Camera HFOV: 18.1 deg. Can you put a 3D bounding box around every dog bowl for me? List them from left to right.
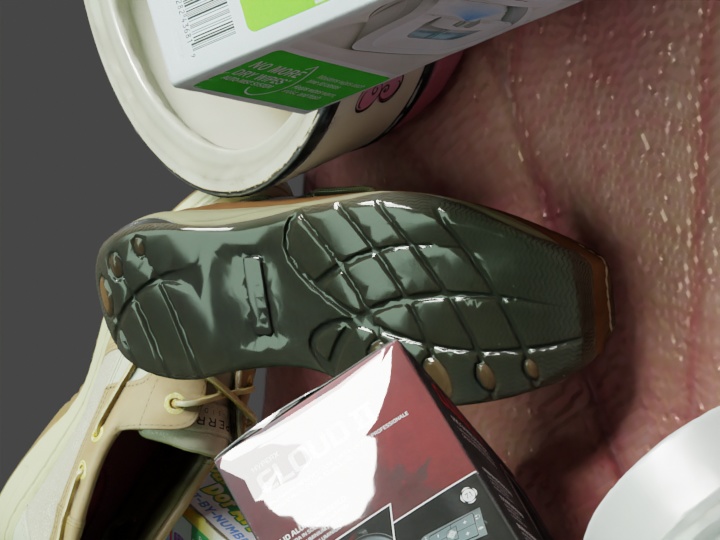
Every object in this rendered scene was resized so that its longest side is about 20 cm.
[{"bbox_3d":[-0.031,-0.131,0.836,0.200,0.073,0.201,21,116,53],"label":"dog bowl"}]

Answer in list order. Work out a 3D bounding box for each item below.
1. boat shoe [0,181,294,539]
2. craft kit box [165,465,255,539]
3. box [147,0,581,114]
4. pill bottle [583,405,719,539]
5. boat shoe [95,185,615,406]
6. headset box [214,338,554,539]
[{"bbox_3d":[-0.075,0.054,0.918,0.066,0.074,0.201,44,110,43],"label":"boat shoe"},{"bbox_3d":[-0.058,0.190,0.986,0.197,0.048,0.201,38,130,49],"label":"craft kit box"},{"bbox_3d":[0.009,-0.173,0.673,0.176,0.097,0.201,-21,80,22],"label":"box"},{"bbox_3d":[0.146,0.132,0.608,0.200,0.112,0.113,56,140,32],"label":"pill bottle"},{"bbox_3d":[0.000,0.000,0.813,0.199,0.074,0.076,5,108,30],"label":"boat shoe"},{"bbox_3d":[0.039,0.124,0.731,0.200,0.075,0.149,59,-176,28],"label":"headset box"}]
